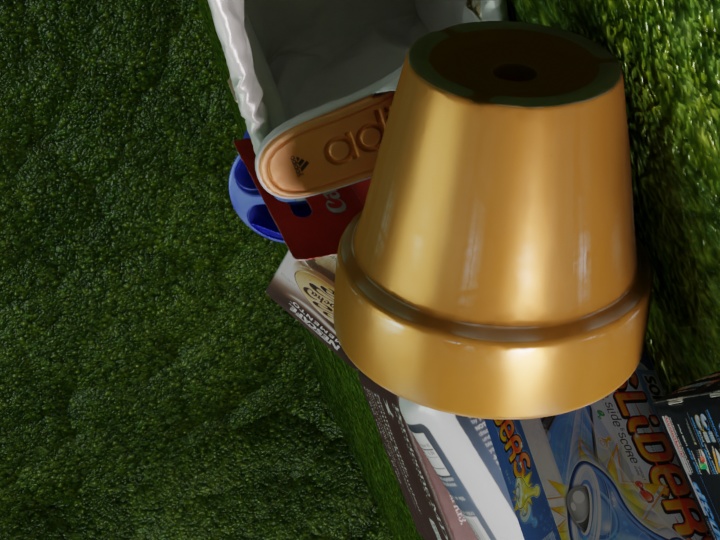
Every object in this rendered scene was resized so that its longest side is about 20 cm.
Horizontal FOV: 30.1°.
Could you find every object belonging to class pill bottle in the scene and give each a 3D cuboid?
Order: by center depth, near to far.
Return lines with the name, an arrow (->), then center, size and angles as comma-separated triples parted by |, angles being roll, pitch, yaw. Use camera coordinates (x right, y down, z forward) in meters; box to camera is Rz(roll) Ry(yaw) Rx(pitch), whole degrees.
pill bottle -> 0.098, 0.101, 0.950 | 0.200, 0.119, 0.120 | 59, 173, -5

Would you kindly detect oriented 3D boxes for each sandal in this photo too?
sandal -> 0.030, -0.092, 0.909 | 0.059, 0.206, 0.079 | -118, 3, -58

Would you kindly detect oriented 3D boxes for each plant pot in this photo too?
plant pot -> 0.085, -0.043, 0.811 | 0.200, 0.199, 0.184 | -122, 28, -52

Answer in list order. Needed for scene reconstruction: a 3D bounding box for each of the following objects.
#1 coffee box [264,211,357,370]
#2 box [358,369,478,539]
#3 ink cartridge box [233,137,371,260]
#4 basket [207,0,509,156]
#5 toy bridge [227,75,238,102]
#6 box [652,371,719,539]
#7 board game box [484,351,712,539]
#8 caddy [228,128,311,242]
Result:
coffee box -> 0.000, 0.000, 1.107 | 0.113, 0.080, 0.200 | 39, 159, 1
box -> 0.113, 0.135, 1.114 | 0.200, 0.164, 0.166 | -179, 68, -82
ink cartridge box -> 0.021, -0.091, 0.994 | 0.162, 0.199, 0.050 | -120, 24, -46
basket -> -0.015, -0.203, 0.958 | 0.161, 0.199, 0.199 | -119, 11, -53
toy bridge -> -0.021, -0.110, 1.125 | 0.200, 0.027, 0.067 | 25, -153, -37
box -> 0.240, 0.150, 0.726 | 0.159, 0.046, 0.201 | 118, 130, -80
board game box -> 0.155, 0.137, 0.838 | 0.034, 0.135, 0.200 | -53, 42, 41
caddy -> -0.045, -0.107, 1.470 | 0.105, 0.199, 0.142 | -92, -12, -59
